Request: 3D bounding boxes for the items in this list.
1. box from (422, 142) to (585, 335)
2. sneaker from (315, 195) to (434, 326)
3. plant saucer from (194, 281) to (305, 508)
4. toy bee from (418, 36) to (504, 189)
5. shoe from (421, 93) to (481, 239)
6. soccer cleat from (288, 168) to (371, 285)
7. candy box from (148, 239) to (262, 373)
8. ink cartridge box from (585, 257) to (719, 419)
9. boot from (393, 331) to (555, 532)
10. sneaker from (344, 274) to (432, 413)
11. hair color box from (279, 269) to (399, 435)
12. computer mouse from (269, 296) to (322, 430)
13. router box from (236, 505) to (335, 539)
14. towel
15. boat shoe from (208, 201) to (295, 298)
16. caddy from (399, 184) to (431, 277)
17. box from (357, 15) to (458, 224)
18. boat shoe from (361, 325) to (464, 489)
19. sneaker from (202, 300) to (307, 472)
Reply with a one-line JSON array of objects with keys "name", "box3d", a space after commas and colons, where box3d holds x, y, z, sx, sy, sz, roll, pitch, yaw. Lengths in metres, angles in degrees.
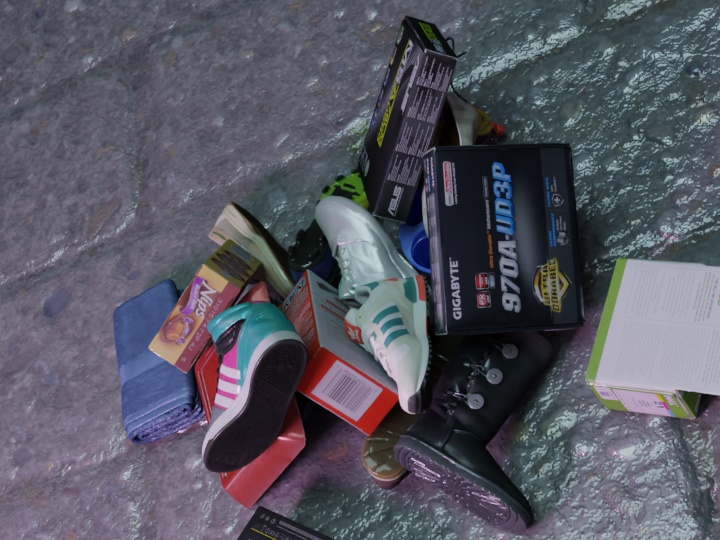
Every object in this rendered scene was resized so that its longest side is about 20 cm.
[{"name": "box", "box3d": [0.153, -0.034, 1.584, 0.158, 0.046, 0.201, -2, 85, -14]}, {"name": "sneaker", "box3d": [0.000, 0.000, 1.693, 0.088, 0.075, 0.200, -34, 69, -23]}, {"name": "plant saucer", "box3d": [-0.134, 0.145, 1.679, 0.200, 0.037, 0.201, -52, 47, 52]}, {"name": "toy bee", "box3d": [0.118, -0.158, 1.780, 0.201, 0.108, 0.131, -60, 29, 27]}, {"name": "shoe", "box3d": [0.095, -0.115, 1.655, 0.070, 0.053, 0.201, -16, 49, 30]}, {"name": "soccer cleat", "box3d": [-0.025, -0.047, 1.814, 0.064, 0.084, 0.200, 9, 47, 31]}, {"name": "candy box", "box3d": [-0.176, 0.037, 1.707, 0.056, 0.200, 0.117, 34, 99, -4]}, {"name": "ink cartridge box", "box3d": [0.348, 0.074, 1.512, 0.199, 0.076, 0.149, 5, 65, 32]}, {"name": "boot", "box3d": [0.152, 0.157, 1.585, 0.164, 0.066, 0.200, 33, 60, 6]}, {"name": "sneaker", "box3d": [0.029, 0.080, 1.578, 0.093, 0.071, 0.200, -2, 39, 2]}, {"name": "hair color box", "box3d": [-0.026, 0.088, 1.646, 0.064, 0.111, 0.200, -51, 19, 16]}, {"name": "computer mouse", "box3d": [-0.096, 0.130, 1.759, 0.139, 0.053, 0.200, -54, 41, 5]}, {"name": "router box", "box3d": [-0.069, 0.357, 1.580, 0.199, 0.062, 0.150, 16, 61, 40]}, {"name": "towel", "box3d": [-0.255, 0.116, 1.863, 0.111, 0.049, 0.201, -25, 53, 15]}, {"name": "boat shoe", "box3d": [-0.130, -0.012, 1.855, 0.065, 0.072, 0.200, -49, 46, 5]}, {"name": "caddy", "box3d": [0.142, -0.059, 1.693, 0.199, 0.105, 0.142, -22, 54, 18]}, {"name": "box", "box3d": [0.051, -0.178, 1.711, 0.193, 0.047, 0.201, -99, 25, -69]}, {"name": "boat shoe", "box3d": [0.059, 0.152, 1.641, 0.071, 0.066, 0.201, 22, 61, 13]}, {"name": "sneaker", "box3d": [-0.128, 0.108, 1.565, 0.201, 0.083, 0.121, -60, 36, 30]}]
